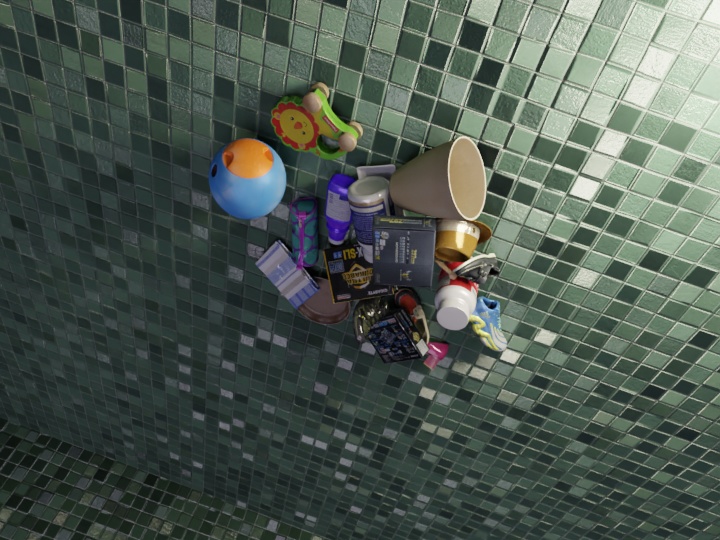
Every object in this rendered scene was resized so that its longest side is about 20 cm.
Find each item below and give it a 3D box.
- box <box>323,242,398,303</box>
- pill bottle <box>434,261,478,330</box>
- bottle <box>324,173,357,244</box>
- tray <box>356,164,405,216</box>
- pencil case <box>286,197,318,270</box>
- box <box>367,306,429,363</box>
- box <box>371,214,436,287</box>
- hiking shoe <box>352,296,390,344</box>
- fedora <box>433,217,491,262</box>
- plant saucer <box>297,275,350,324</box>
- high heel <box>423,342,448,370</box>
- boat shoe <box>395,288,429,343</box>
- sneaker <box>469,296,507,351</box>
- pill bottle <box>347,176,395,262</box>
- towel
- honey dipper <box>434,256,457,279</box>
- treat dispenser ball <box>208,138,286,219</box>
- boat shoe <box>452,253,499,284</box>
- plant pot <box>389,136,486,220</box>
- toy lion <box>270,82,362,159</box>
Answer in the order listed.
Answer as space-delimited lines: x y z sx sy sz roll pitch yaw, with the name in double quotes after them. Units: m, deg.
0.000 0.000 1.670 0.196 0.049 0.164 -9 92 26 "box"
0.259 0.057 1.576 0.109 0.202 0.114 9 134 10 "pill bottle"
-0.055 -0.161 1.587 0.082 0.066 0.203 16 133 7 "bottle"
0.060 -0.193 1.550 0.105 0.022 0.203 0 130 20 "tray"
-0.159 -0.105 1.654 0.083 0.093 0.203 11 133 9 "pencil case"
0.100 0.202 1.797 0.161 0.046 0.199 57 145 -8 "box"
0.107 -0.045 1.458 0.153 0.052 0.203 3 137 5 "box"
0.035 0.121 1.711 0.098 0.204 0.076 3 147 14 "hiking shoe"
0.239 -0.072 1.496 0.195 0.084 0.201 6 166 2 "fedora"
-0.123 0.089 1.854 0.195 0.032 0.203 11 133 11 "plant saucer"
0.183 0.221 1.868 0.199 0.097 0.067 38 176 1 "high heel"
0.160 0.141 1.767 0.070 0.063 0.202 -22 124 6 "boat shoe"
0.382 0.152 1.704 0.199 0.076 0.104 41 130 -17 "sneaker"
0.037 -0.128 1.512 0.113 0.117 0.204 1 126 18 "pill bottle"
-0.226 0.016 1.801 0.201 0.024 0.146 49 130 -6 "towel"
0.177 -0.046 1.546 0.200 0.038 0.038 44 135 11 "honey dipper"
-0.290 -0.235 1.509 0.196 0.203 0.204 9 133 10 "treat dispenser ball"
0.307 0.003 1.516 0.074 0.198 0.067 -30 79 30 "boat shoe"
0.173 -0.209 1.409 0.197 0.189 0.189 -2 131 39 "plant pot"
-0.121 -0.353 1.451 0.200 0.069 0.190 44 136 -20 "toy lion"
